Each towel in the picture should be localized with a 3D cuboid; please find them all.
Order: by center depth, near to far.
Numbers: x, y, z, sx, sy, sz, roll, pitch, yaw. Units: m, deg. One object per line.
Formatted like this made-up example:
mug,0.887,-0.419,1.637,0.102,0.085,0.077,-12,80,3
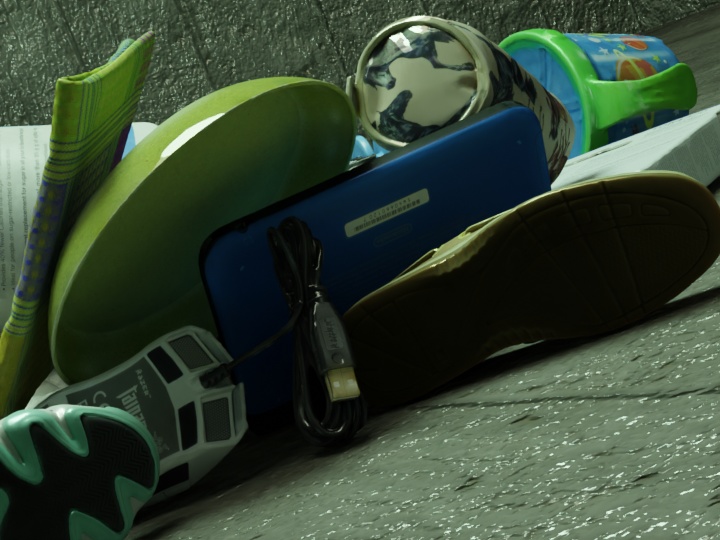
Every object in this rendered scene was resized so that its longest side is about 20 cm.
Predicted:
towel,-0.152,-0.016,0.872,0.023,0.201,0.144,19,20,0

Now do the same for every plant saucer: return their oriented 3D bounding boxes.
plant saucer,-0.084,-0.023,0.867,0.200,0.031,0.200,-39,-21,-18

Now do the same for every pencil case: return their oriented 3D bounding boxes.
pencil case,0.060,-0.089,1.005,0.089,0.078,0.200,-19,-13,18

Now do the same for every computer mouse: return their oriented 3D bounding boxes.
computer mouse,-0.088,0.066,0.837,0.199,0.110,0.044,-29,-21,16

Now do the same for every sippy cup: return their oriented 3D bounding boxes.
sippy cup,0.184,-0.129,1.360,0.130,0.141,0.178,-14,39,-33

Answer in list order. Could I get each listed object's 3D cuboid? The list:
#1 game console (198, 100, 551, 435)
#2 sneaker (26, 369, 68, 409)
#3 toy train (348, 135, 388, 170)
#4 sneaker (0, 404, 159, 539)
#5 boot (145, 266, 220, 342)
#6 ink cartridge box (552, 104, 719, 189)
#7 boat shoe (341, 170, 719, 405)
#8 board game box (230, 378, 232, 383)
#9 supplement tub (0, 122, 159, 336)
game console,0.000,0.000,0.954,0.199,0.172,0.118,-25,33,-18
sneaker,-0.201,0.105,1.007,0.199,0.077,0.081,-25,23,-7
toy train,-0.008,-0.034,1.252,0.086,0.115,0.200,-20,6,-13
sneaker,-0.196,0.118,0.793,0.199,0.078,0.140,-25,7,-22
boot,-0.075,0.014,1.000,0.199,0.076,0.073,26,-4,-43
ink cartridge box,0.137,-0.042,1.134,0.195,0.044,0.200,-20,5,33
boat shoe,0.079,0.000,0.828,0.199,0.074,0.066,-21,12,20
board game box,-0.120,-0.006,1.149,0.150,0.046,0.201,-22,51,-2
supplement tub,-0.212,-0.021,1.039,0.198,0.133,0.132,-2,2,-12
